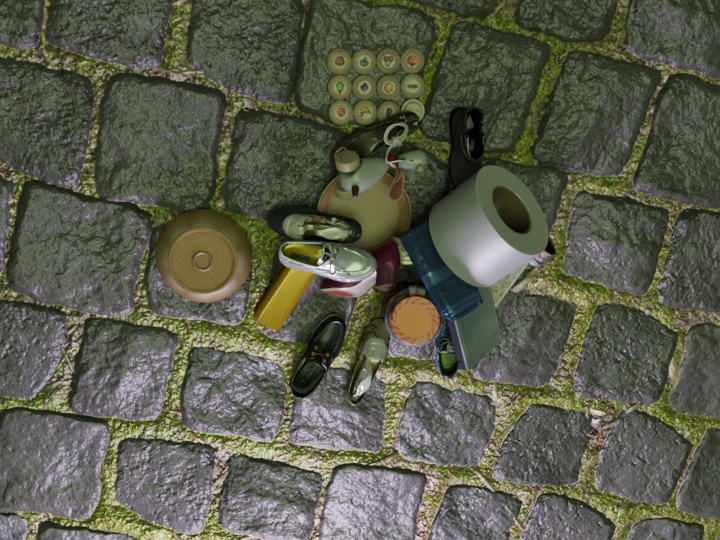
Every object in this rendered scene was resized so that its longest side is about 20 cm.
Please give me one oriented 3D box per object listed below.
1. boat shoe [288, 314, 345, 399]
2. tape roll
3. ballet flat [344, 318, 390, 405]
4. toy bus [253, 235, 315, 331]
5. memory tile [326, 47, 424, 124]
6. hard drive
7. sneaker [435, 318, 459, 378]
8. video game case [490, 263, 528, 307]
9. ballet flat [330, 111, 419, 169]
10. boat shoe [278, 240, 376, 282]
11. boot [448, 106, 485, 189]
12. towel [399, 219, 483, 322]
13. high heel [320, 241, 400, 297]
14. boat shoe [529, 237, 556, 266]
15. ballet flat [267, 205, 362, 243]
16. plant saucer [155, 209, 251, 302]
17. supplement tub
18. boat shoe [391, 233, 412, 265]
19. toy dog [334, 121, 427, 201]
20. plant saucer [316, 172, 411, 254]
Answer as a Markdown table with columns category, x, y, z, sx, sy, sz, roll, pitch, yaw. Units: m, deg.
| category | x | y | z | sx | sy | sz | roll | pitch | yaw |
| --- | --- | --- | --- | --- | --- | --- | --- | --- | --- |
| boat shoe | -0.090 | 0.190 | 1.800 | 0.073 | 0.063 | 0.202 | 29 | 100 | -11 |
| tape roll | 0.252 | -0.086 | 1.632 | 0.202 | 0.203 | 0.139 | 40 | 132 | -15 |
| ballet flat | 0.019 | 0.208 | 1.808 | 0.067 | 0.075 | 0.201 | 19 | 103 | -10 |
| toy bus | -0.148 | 0.023 | 1.735 | 0.065 | 0.078 | 0.201 | 32 | 101 | -14 |
| memory tile | 0.032 | -0.371 | 1.670 | 0.198 | 0.017 | 0.155 | -2 | 107 | -6 |
| hard drive | 0.234 | 0.090 | 1.755 | 0.139 | 0.033 | 0.201 | -35 | 118 | -39 |
| sneaker | 0.202 | 0.143 | 1.797 | 0.078 | 0.089 | 0.202 | 2 | 105 | 3 |
| video game case | 0.270 | -0.032 | 1.791 | 0.181 | 0.023 | 0.201 | 32 | 100 | -14 |
| ballet flat | 0.028 | -0.264 | 1.664 | 0.199 | 0.046 | 0.068 | -25 | 88 | 5 |
| boat shoe | -0.066 | -0.028 | 1.640 | 0.200 | 0.086 | 0.075 | 12 | 81 | 2 |
| boot | 0.219 | -0.230 | 1.668 | 0.069 | 0.132 | 0.201 | -14 | 105 | -3 |
| towel | 0.157 | 0.000 | 1.636 | 0.048 | 0.111 | 0.201 | -35 | 80 | 47 |
| high heel | 0.000 | 0.000 | 1.735 | 0.199 | 0.067 | 0.097 | -7 | 68 | 33 |
| boat shoe | 0.346 | -0.106 | 1.731 | 0.072 | 0.072 | 0.200 | -40 | 96 | -29 |
| ballet flat | -0.096 | -0.089 | 1.677 | 0.198 | 0.073 | 0.074 | 9 | 106 | 4 |
| plant saucer | -0.327 | -0.024 | 1.717 | 0.199 | 0.035 | 0.202 | -2 | 107 | -5 |
| supplement tub | 0.109 | 0.088 | 1.709 | 0.121 | 0.200 | 0.124 | 0 | 95 | 1 |
| boat shoe | 0.163 | -0.057 | 1.723 | 0.198 | 0.072 | 0.065 | -6 | 109 | -4 |
| toy dog | 0.039 | -0.190 | 1.636 | 0.199 | 0.097 | 0.132 | -27 | 136 | 6 |
| plant saucer | 0.006 | -0.118 | 1.731 | 0.199 | 0.035 | 0.202 | -2 | 106 | -6 |
